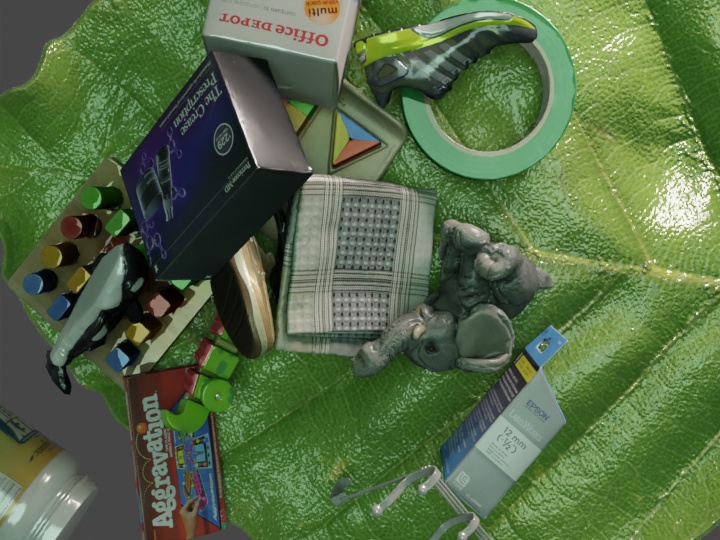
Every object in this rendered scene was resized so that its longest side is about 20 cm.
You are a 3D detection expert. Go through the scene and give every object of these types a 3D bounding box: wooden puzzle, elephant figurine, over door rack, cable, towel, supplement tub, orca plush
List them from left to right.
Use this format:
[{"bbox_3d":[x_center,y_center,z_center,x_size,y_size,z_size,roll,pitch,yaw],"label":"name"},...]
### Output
[{"bbox_3d":[-0.418,0.244,1.083,0.199,0.145,0.146,34,95,-1],"label":"supplement tub"},{"bbox_3d":[-0.271,0.056,1.024,0.070,0.106,0.202,22,110,-29],"label":"orca plush"},{"bbox_3d":[-0.074,-0.035,1.082,0.096,0.050,0.203,-8,106,33],"label":"cable"},{"bbox_3d":[-0.070,-0.133,1.091,0.184,0.046,0.201,35,95,-1],"label":"wooden puzzle"},{"bbox_3d":[0.000,0.000,1.058,0.190,0.034,0.204,4,96,-34],"label":"towel"},{"bbox_3d":[0.058,0.295,1.038,0.148,0.199,0.067,51,54,-10],"label":"over door rack"},{"bbox_3d":[0.106,0.058,1.059,0.153,0.141,0.203,26,89,15],"label":"elephant figurine"}]

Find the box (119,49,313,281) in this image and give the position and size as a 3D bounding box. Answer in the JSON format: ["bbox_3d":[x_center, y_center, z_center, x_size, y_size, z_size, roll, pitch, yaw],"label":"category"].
[{"bbox_3d":[-0.152,-0.100,0.960,0.200,0.078,0.143,-41,65,37],"label":"box"}]

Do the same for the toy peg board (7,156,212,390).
[{"bbox_3d":[-0.287,0.009,1.085,0.199,0.098,0.200,41,94,-1],"label":"toy peg board"}]

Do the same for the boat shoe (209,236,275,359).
[{"bbox_3d":[-0.125,-0.002,1.044,0.075,0.072,0.203,-7,69,-38],"label":"boat shoe"}]

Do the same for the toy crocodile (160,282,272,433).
[{"bbox_3d":[-0.162,0.096,1.085,0.061,0.067,0.202,31,83,-25],"label":"toy crocodile"}]

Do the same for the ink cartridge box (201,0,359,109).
[{"bbox_3d":[-0.073,-0.302,1.010,0.145,0.145,0.204,12,81,0],"label":"ink cartridge box"}]

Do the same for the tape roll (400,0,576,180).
[{"bbox_3d":[0.144,-0.205,1.077,0.196,0.048,0.205,0,94,3],"label":"tape roll"}]

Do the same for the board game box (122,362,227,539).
[{"bbox_3d":[-0.217,0.217,1.111,0.101,0.019,0.204,-8,95,-28],"label":"board game box"}]

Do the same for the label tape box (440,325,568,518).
[{"bbox_3d":[0.175,0.162,1.054,0.066,0.143,0.200,41,95,0],"label":"label tape box"}]

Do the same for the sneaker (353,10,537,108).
[{"bbox_3d":[0.095,-0.231,1.025,0.196,0.074,0.082,-10,100,10],"label":"sneaker"}]
